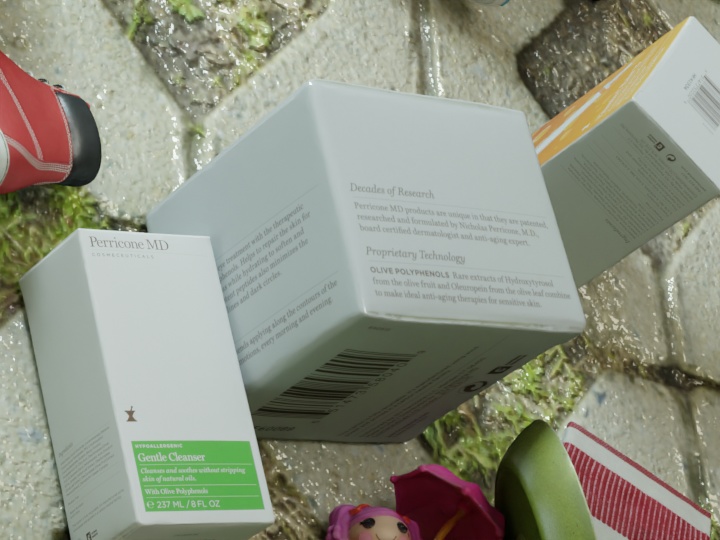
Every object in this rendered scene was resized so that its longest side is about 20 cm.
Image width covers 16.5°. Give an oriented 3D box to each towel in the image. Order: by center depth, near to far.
[{"bbox_3d":[0.182,0.220,1.798,0.144,0.023,0.200,35,46,-16],"label":"towel"}]

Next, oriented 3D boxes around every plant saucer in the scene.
[{"bbox_3d":[0.122,0.198,1.632,0.031,0.200,0.200,-10,68,-9],"label":"plant saucer"}]

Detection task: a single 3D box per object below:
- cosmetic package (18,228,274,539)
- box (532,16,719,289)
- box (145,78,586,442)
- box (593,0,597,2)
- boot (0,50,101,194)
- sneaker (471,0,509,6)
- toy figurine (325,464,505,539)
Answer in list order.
[{"bbox_3d":[-0.137,0.081,1.574,0.108,0.085,0.200,1,65,-38],"label":"cosmetic package"},{"bbox_3d":[0.193,-0.079,1.861,0.097,0.200,0.124,45,44,-8],"label":"box"},{"bbox_3d":[0.000,0.000,1.654,0.200,0.199,0.172,4,62,-40],"label":"box"},{"bbox_3d":[0.180,-0.357,2.103,0.164,0.086,0.200,33,48,-19],"label":"box"},{"bbox_3d":[-0.253,-0.135,1.632,0.144,0.072,0.200,-9,63,-57],"label":"boot"},{"bbox_3d":[0.037,-0.270,1.948,0.200,0.077,0.081,40,53,-5],"label":"sneaker"},{"bbox_3d":[0.028,0.210,1.629,0.200,0.150,0.184,7,43,-9],"label":"toy figurine"}]
